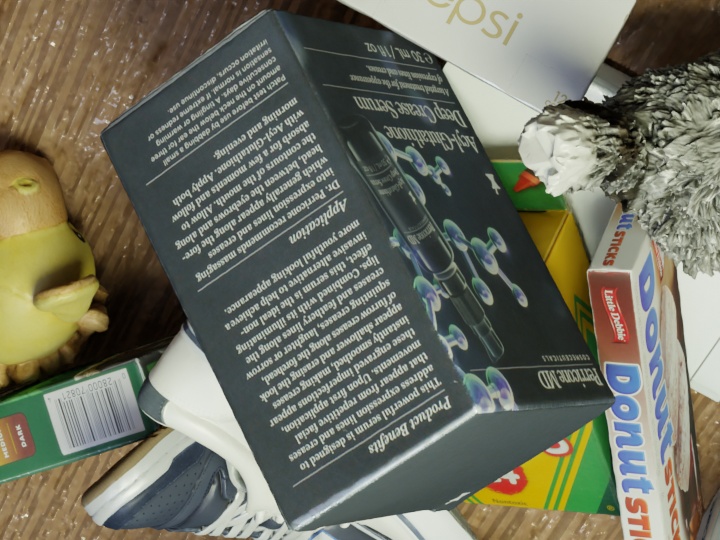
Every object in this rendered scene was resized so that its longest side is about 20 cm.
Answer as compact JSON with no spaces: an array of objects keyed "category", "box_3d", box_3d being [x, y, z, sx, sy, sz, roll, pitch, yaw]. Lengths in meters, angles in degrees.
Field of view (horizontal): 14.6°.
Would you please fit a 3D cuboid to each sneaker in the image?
[{"category":"sneaker","box_3d":[-0.025,0.088,1.316,0.071,0.073,0.200,-44,119,8]},{"category":"sneaker","box_3d":[-0.047,0.115,1.374,0.070,0.200,0.109,-37,82,32]}]

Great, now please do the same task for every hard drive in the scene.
[{"category":"hard drive","box_3d":[0.116,-0.031,1.336,0.199,0.027,0.132,29,130,-1]}]

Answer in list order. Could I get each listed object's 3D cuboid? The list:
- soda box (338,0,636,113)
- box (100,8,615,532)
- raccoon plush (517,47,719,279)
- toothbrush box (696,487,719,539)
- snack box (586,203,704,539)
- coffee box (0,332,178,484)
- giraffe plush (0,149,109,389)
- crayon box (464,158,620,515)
[{"category":"soda box","box_3d":[0.021,-0.142,1.250,0.199,0.064,0.068,29,96,-1]},{"category":"box","box_3d":[0.000,0.000,1.239,0.107,0.148,0.201,-33,75,24]},{"category":"raccoon plush","box_3d":[0.170,-0.063,1.193,0.134,0.200,0.097,-31,86,26]},{"category":"toothbrush box","box_3d":[0.258,0.113,1.351,0.146,0.085,0.201,24,129,2]},{"category":"snack box","box_3d":[0.137,0.060,1.333,0.024,0.072,0.201,4,127,21]},{"category":"coffee box","box_3d":[-0.154,0.075,1.457,0.199,0.123,0.044,-19,92,33]},{"category":"giraffe plush","box_3d":[-0.209,-0.002,1.417,0.161,0.173,0.201,-4,115,-2]},{"category":"crayon box","box_3d":[0.055,0.033,1.364,0.126,0.051,0.201,2,134,29]}]
